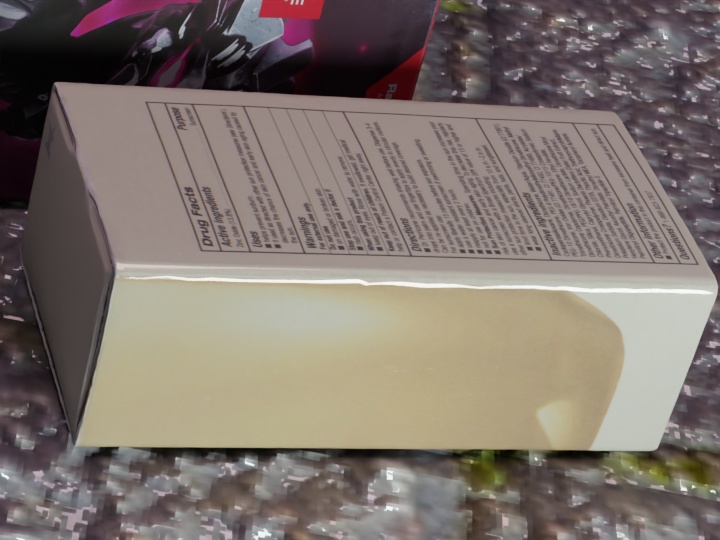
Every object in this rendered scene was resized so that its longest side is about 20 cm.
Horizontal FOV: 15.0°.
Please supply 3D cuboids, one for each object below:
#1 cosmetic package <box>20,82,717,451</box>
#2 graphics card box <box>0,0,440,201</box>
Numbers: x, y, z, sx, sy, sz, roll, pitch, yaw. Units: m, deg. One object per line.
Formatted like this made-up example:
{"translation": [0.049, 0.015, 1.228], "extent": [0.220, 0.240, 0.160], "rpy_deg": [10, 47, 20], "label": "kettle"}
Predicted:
{"translation": [0.000, 0.000, 0.870], "extent": [0.199, 0.071, 0.105], "rpy_deg": [2, 36, -19], "label": "cosmetic package"}
{"translation": [-0.073, -0.085, 0.916], "extent": [0.199, 0.126, 0.051], "rpy_deg": [1, 37, -22], "label": "graphics card box"}
